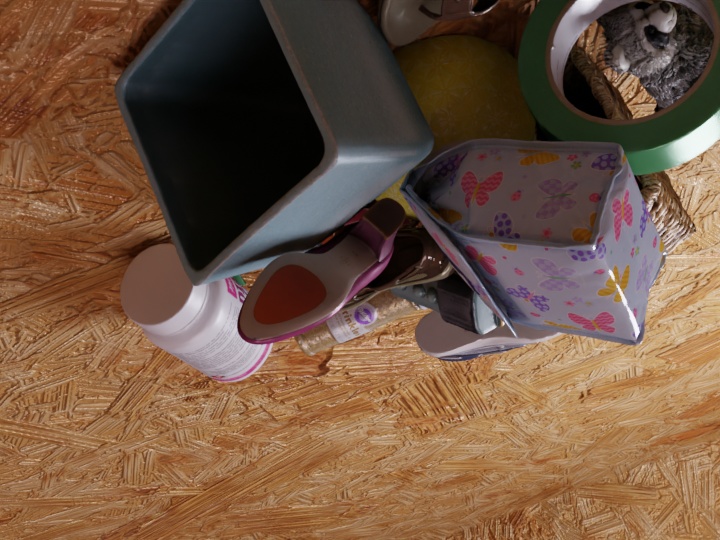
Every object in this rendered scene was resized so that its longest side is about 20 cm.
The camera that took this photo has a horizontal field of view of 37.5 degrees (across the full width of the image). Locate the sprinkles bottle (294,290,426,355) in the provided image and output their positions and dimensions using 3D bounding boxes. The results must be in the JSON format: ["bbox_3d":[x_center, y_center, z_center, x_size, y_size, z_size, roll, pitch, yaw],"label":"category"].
[{"bbox_3d":[0.007,0.046,1.384,0.198,0.069,0.068,-23,153,16],"label":"sprinkles bottle"}]

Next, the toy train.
[{"bbox_3d":[0.102,0.003,1.140,0.113,0.199,0.087,-25,120,-33],"label":"toy train"}]

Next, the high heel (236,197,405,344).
[{"bbox_3d":[-0.037,0.018,0.905,0.199,0.068,0.096,-35,166,-35],"label":"high heel"}]

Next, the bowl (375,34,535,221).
[{"bbox_3d":[0.086,-0.111,1.023,0.197,0.109,0.202,-9,137,-8],"label":"bowl"}]

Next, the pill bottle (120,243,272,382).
[{"bbox_3d":[-0.188,0.050,1.232,0.112,0.115,0.200,-21,154,12],"label":"pill bottle"}]

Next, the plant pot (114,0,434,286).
[{"bbox_3d":[-0.051,-0.126,0.896,0.198,0.199,0.195,-7,157,-49],"label":"plant pot"}]

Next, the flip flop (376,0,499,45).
[{"bbox_3d":[0.099,-0.247,0.879,0.198,0.058,0.081,-27,152,20],"label":"flip flop"}]

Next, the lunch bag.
[{"bbox_3d":[0.149,-0.023,0.938,0.198,0.128,0.170,10,154,34],"label":"lunch bag"}]

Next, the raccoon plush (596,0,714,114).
[{"bbox_3d":[0.279,-0.181,1.037,0.132,0.098,0.202,-5,134,-10],"label":"raccoon plush"}]

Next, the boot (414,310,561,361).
[{"bbox_3d":[0.168,0.063,1.265,0.197,0.074,0.090,-10,165,16],"label":"boot"}]

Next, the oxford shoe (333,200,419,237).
[{"bbox_3d":[0.042,-0.085,1.159,0.199,0.072,0.071,-36,130,14],"label":"oxford shoe"}]

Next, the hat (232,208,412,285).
[{"bbox_3d":[-0.089,-0.098,1.009,0.175,0.166,0.201,-36,142,-4],"label":"hat"}]

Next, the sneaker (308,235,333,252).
[{"bbox_3d":[-0.057,-0.025,1.184,0.069,0.091,0.201,-15,154,0],"label":"sneaker"}]

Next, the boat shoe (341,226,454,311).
[{"bbox_3d":[-0.001,-0.006,1.087,0.200,0.076,0.074,-19,169,30],"label":"boat shoe"}]

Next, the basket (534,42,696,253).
[{"bbox_3d":[0.220,-0.099,1.068,0.142,0.202,0.148,-32,151,21],"label":"basket"}]

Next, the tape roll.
[{"bbox_3d":[0.237,-0.184,0.915,0.198,0.203,0.048,-24,153,17],"label":"tape roll"}]
